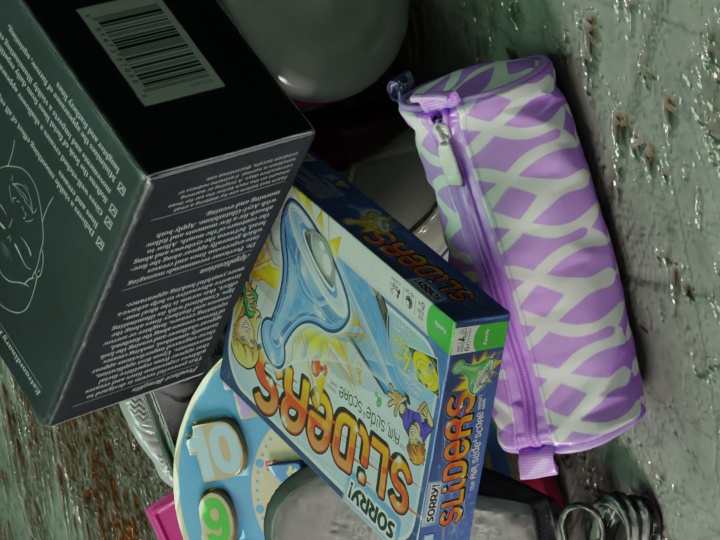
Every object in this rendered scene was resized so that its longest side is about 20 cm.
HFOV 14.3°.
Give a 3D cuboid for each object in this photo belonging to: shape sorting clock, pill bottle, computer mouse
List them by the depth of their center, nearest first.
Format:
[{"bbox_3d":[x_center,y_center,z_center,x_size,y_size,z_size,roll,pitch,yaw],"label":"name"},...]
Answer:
[{"bbox_3d":[0.047,0.148,1.506,0.053,0.199,0.139,-74,1,-70],"label":"computer mouse"},{"bbox_3d":[-0.074,-0.132,1.553,0.200,0.119,0.120,-14,97,55],"label":"pill bottle"},{"bbox_3d":[-0.009,0.121,1.555,0.201,0.199,0.039,68,-159,0],"label":"shape sorting clock"}]

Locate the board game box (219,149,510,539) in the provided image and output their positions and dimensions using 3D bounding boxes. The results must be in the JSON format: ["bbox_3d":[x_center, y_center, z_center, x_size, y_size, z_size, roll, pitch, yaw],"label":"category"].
[{"bbox_3d":[-0.002,0.039,1.434,0.200,0.034,0.136,40,129,49],"label":"board game box"}]

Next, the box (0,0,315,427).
[{"bbox_3d":[-0.130,-0.046,1.469,0.149,0.107,0.200,54,140,24],"label":"box"}]

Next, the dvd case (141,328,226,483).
[{"bbox_3d":[-0.092,0.016,1.746,0.016,0.148,0.201,-17,94,45],"label":"dvd case"}]

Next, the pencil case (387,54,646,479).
[{"bbox_3d":[0.080,-0.008,1.405,0.084,0.085,0.201,-13,102,27],"label":"pencil case"}]

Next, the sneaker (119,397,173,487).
[{"bbox_3d":[-0.151,0.066,2.021,0.114,0.075,0.201,131,121,-66],"label":"sneaker"}]

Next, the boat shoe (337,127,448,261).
[{"bbox_3d":[-0.005,-0.021,1.529,0.200,0.070,0.071,-34,71,44],"label":"boat shoe"}]

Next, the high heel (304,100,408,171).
[{"bbox_3d":[-0.054,-0.070,1.638,0.200,0.096,0.068,-5,102,66],"label":"high heel"}]

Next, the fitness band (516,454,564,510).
[{"bbox_3d":[0.019,0.150,1.594,0.037,0.199,0.144,1,-109,-68],"label":"fitness band"}]

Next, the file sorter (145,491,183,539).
[{"bbox_3d":[-0.005,0.197,1.686,0.201,0.139,0.125,63,-164,14],"label":"file sorter"}]
